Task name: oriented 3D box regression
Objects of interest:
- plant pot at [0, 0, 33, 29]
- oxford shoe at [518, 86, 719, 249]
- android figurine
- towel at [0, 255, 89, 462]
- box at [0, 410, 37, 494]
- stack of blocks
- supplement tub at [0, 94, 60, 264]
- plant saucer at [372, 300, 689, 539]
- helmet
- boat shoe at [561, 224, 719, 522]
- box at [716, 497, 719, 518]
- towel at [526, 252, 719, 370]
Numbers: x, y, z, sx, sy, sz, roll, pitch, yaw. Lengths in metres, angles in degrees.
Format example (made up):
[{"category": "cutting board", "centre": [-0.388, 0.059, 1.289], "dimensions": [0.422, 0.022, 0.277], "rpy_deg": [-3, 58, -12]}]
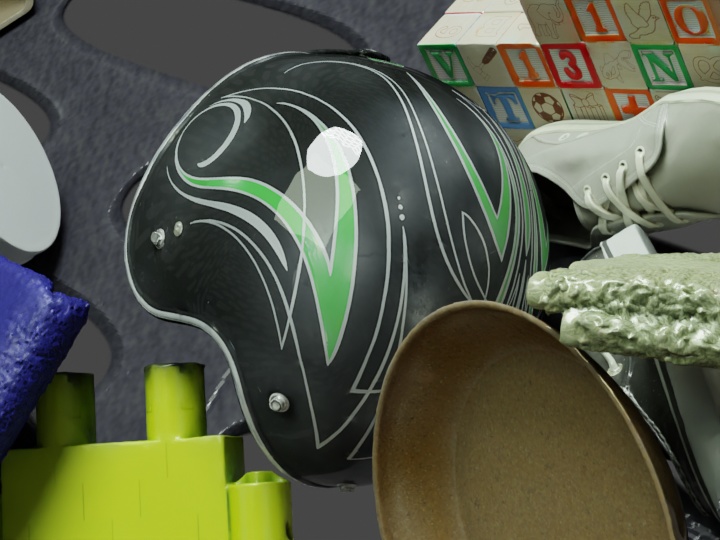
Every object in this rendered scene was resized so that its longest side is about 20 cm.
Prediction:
[{"category": "plant pot", "centre": [-0.393, -0.277, 1.569], "dimensions": [0.199, 0.200, 0.177], "rpy_deg": [-30, 28, 14]}, {"category": "oxford shoe", "centre": [0.142, -0.044, 0.953], "dimensions": [0.199, 0.075, 0.058], "rpy_deg": [-5, 37, 52]}, {"category": "android figurine", "centre": [-0.117, 0.148, 0.948], "dimensions": [0.181, 0.041, 0.201], "rpy_deg": [-3, 81, 16]}, {"category": "towel", "centre": [-0.219, 0.086, 0.972], "dimensions": [0.147, 0.049, 0.201], "rpy_deg": [22, 80, 51]}, {"category": "box", "centre": [-0.250, 0.149, 1.082], "dimensions": [0.200, 0.104, 0.182], "rpy_deg": [-45, 39, -5]}, {"category": "stack of blocks", "centre": [0.128, -0.112, 1.000], "dimensions": [0.199, 0.115, 0.059], "rpy_deg": [6, 45, 44]}, {"category": "supplement tub", "centre": [-0.315, -0.030, 1.282], "dimensions": [0.199, 0.145, 0.145], "rpy_deg": [-24, 40, 20]}, {"category": "plant saucer", "centre": [0.077, 0.108, 0.814], "dimensions": [0.035, 0.201, 0.200], "rpy_deg": [-12, 23, -34]}, {"category": "helmet", "centre": [0.000, 0.000, 0.949], "dimensions": [0.200, 0.200, 0.190], "rpy_deg": [-47, 54, -9]}, {"category": "boat shoe", "centre": [0.134, 0.057, 0.879], "dimensions": [0.063, 0.071, 0.200], "rpy_deg": [-31, 30, 10]}, {"category": "box", "centre": [0.236, 0.116, 0.618], "dimensions": [0.163, 0.200, 0.086], "rpy_deg": [-32, 37, 10]}, {"category": "towel", "centre": [0.177, 0.018, 0.769], "dimensions": [0.199, 0.148, 0.037], "rpy_deg": [9, 98, 21]}]
